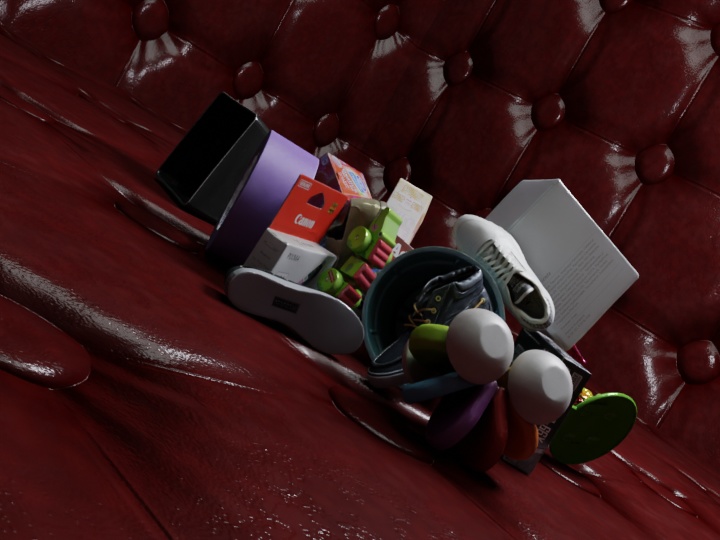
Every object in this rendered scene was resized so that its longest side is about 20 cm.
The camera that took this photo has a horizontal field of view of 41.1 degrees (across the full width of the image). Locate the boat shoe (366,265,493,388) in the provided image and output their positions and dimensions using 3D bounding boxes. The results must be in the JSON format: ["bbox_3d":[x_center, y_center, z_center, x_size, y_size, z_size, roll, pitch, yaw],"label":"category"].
[{"bbox_3d":[0.083,0.069,1.234,0.071,0.198,0.092,18,-49,58],"label":"boat shoe"}]

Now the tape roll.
[{"bbox_3d":[-0.145,-0.097,1.410,0.084,0.202,0.200,29,6,-11],"label":"tape roll"}]

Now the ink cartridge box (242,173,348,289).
[{"bbox_3d":[-0.080,-0.034,1.341,0.043,0.175,0.200,36,7,17],"label":"ink cartridge box"}]

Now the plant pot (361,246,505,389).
[{"bbox_3d":[0.110,0.079,1.400,0.198,0.202,0.196,32,-1,10],"label":"plant pot"}]

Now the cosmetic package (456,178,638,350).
[{"bbox_3d":[0.286,-0.012,1.496,0.200,0.166,0.167,47,-4,-10],"label":"cosmetic package"}]

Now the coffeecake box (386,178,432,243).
[{"bbox_3d":[0.048,-0.046,1.780,0.072,0.202,0.154,29,-16,3],"label":"coffeecake box"}]

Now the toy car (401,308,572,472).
[{"bbox_3d":[0.130,0.148,1.111,0.198,0.152,0.175,34,-24,-15],"label":"toy car"}]

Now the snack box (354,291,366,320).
[{"bbox_3d":[-0.006,0.056,1.664,0.198,0.037,0.116,34,6,14],"label":"snack box"}]

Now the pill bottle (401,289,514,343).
[{"bbox_3d":[0.151,0.110,1.562,0.199,0.114,0.113,38,5,-7],"label":"pill bottle"}]

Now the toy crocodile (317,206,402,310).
[{"bbox_3d":[0.000,0.000,1.399,0.061,0.201,0.067,25,-13,48],"label":"toy crocodile"}]

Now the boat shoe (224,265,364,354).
[{"bbox_3d":[-0.084,0.044,1.222,0.198,0.069,0.057,27,6,-23],"label":"boat shoe"}]

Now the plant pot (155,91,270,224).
[{"bbox_3d":[-0.227,-0.174,1.757,0.177,0.200,0.200,41,-1,-36],"label":"plant pot"}]

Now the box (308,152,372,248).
[{"bbox_3d":[-0.082,-0.082,1.543,0.099,0.199,0.097,24,38,-51],"label":"box"}]

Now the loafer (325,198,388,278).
[{"bbox_3d":[-0.030,-0.033,1.480,0.067,0.202,0.076,28,20,-12],"label":"loafer"}]

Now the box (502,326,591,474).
[{"bbox_3d":[0.235,0.174,1.349,0.049,0.159,0.200,30,7,-9],"label":"box"}]

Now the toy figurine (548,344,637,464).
[{"bbox_3d":[0.307,0.183,1.516,0.197,0.152,0.185,10,34,-30],"label":"toy figurine"}]

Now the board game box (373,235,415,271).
[{"bbox_3d":[0.096,0.031,1.687,0.199,0.104,0.019,39,-19,-8],"label":"board game box"}]

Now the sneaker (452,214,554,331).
[{"bbox_3d":[0.204,-0.002,1.353,0.200,0.076,0.080,49,8,10],"label":"sneaker"}]

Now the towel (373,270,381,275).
[{"bbox_3d":[0.076,0.009,1.561,0.189,0.035,0.200,-12,0,-3],"label":"towel"}]
